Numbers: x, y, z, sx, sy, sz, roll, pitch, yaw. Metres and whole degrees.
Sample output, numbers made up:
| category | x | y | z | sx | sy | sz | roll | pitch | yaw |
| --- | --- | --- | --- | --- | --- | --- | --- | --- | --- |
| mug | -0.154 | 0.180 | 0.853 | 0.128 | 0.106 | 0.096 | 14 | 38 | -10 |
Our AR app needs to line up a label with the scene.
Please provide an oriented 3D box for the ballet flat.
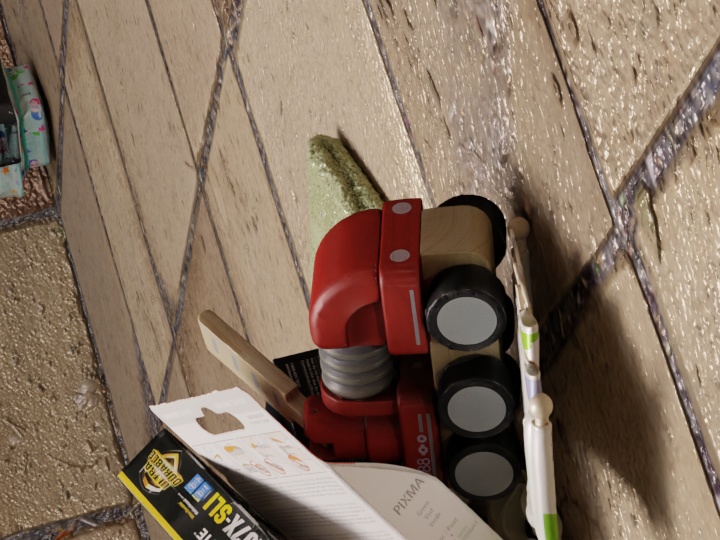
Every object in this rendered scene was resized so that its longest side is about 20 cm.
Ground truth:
| category | x | y | z | sx | sy | sz | roll | pitch | yaw |
| --- | --- | --- | --- | --- | --- | --- | --- | --- | --- |
| ballet flat | 0.091 | 0.159 | 1.488 | 0.200 | 0.072 | 0.073 | -134 | 33 | -66 |

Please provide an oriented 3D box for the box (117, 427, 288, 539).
| category | x | y | z | sx | sy | sz | roll | pitch | yaw |
| --- | --- | --- | --- | --- | --- | --- | --- | --- | --- |
| box | -0.050 | 0.200 | 1.499 | 0.200 | 0.049 | 0.160 | 47 | 176 | -40 |

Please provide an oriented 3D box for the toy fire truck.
| category | x | y | z | sx | sy | sz | roll | pitch | yaw |
| --- | --- | --- | --- | --- | --- | --- | --- | --- | --- |
| toy fire truck | -0.007 | 0.042 | 1.417 | 0.129 | 0.198 | 0.177 | -86 | -10 | -53 |

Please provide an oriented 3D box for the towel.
| category | x | y | z | sx | sy | sz | roll | pitch | yaw |
| --- | --- | --- | --- | --- | --- | --- | --- | --- | --- |
| towel | 0.000 | 0.000 | 1.740 | 0.200 | 0.036 | 0.149 | -121 | 22 | -52 |

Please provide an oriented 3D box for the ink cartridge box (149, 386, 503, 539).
| category | x | y | z | sx | sy | sz | roll | pitch | yaw |
| --- | --- | --- | --- | --- | --- | --- | --- | --- | --- |
| ink cartridge box | -0.018 | 0.128 | 1.421 | 0.200 | 0.050 | 0.161 | 46 | 157 | -12 |

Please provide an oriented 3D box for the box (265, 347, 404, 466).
| category | x | y | z | sx | sy | sz | roll | pitch | yaw |
| --- | --- | --- | --- | --- | --- | --- | --- | --- | --- |
| box | 0.009 | 0.116 | 1.590 | 0.200 | 0.140 | 0.079 | 103 | 153 | -62 |

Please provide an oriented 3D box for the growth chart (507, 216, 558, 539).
| category | x | y | z | sx | sy | sz | roll | pitch | yaw |
| --- | --- | --- | --- | --- | --- | --- | --- | --- | --- |
| growth chart | 0.096 | 0.069 | 1.321 | 0.200 | 0.018 | 0.146 | -90 | -5 | -60 |

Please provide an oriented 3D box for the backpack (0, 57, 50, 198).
| category | x | y | z | sx | sy | sz | roll | pitch | yaw |
| --- | --- | --- | --- | --- | --- | --- | --- | --- | --- |
| backpack | -0.550 | -0.210 | 3.593 | 0.178 | 0.149 | 0.201 | -114 | 24 | -47 |
